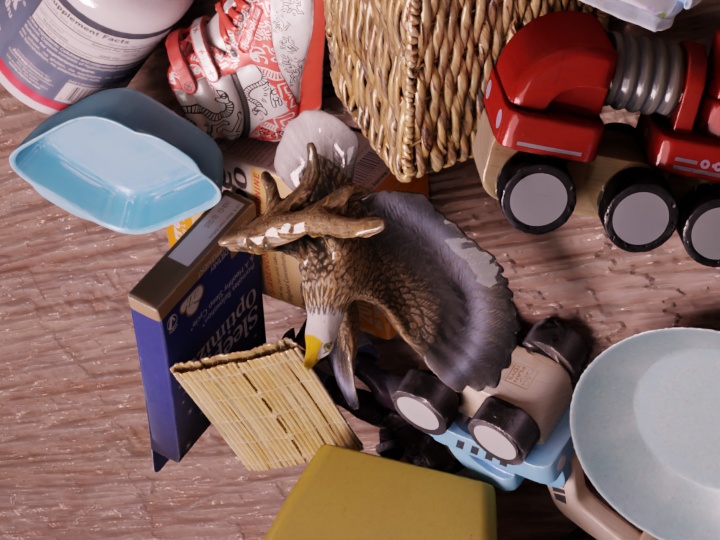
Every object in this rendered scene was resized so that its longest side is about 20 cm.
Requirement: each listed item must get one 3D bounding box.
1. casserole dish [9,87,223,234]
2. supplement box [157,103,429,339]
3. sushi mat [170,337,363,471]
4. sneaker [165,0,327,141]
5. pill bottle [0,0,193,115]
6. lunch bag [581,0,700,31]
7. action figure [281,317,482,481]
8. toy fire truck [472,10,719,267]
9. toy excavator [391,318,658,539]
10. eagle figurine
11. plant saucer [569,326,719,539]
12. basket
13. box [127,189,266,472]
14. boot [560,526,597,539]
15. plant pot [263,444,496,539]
[{"bbox_3d":[-0.169,-0.079,1.516,0.121,0.039,0.200,32,155,-23],"label":"casserole dish"},{"bbox_3d":[-0.049,-0.044,1.565,0.199,0.074,0.127,19,136,28],"label":"supplement box"},{"bbox_3d":[-0.065,0.102,1.565,0.095,0.012,0.200,-12,152,9],"label":"sushi mat"},{"bbox_3d":[-0.078,-0.165,1.447,0.107,0.068,0.202,-3,138,-5],"label":"sneaker"},{"bbox_3d":[-0.178,-0.203,1.491,0.120,0.120,0.200,45,141,-3],"label":"pill bottle"},{"bbox_3d":[0.124,-0.244,1.153,0.199,0.127,0.171,32,115,20],"label":"lunch bag"},{"bbox_3d":[0.028,0.105,1.648,0.200,0.070,0.130,37,137,-13],"label":"action figure"},{"bbox_3d":[0.174,-0.113,1.257,0.175,0.129,0.201,10,115,-9],"label":"toy fire truck"},{"bbox_3d":[0.137,0.133,1.572,0.193,0.100,0.201,21,150,28],"label":"toy excavator"},{"bbox_3d":[-0.004,0.006,1.445,0.200,0.151,0.152,36,-172,-49],"label":"eagle figurine"},{"bbox_3d":[0.244,0.111,1.470,0.199,0.039,0.202,14,130,17],"label":"plant saucer"},{"bbox_3d":[0.064,-0.182,1.347,0.201,0.148,0.143,90,155,-44],"label":"basket"},{"bbox_3d":[-0.114,0.053,1.557,0.032,0.121,0.201,24,142,21],"label":"box"},{"bbox_3d":[0.206,0.304,1.690,0.200,0.066,0.165,41,144,-5],"label":"boot"},{"bbox_3d":[0.018,0.241,1.612,0.198,0.178,0.200,13,164,8],"label":"plant pot"}]
